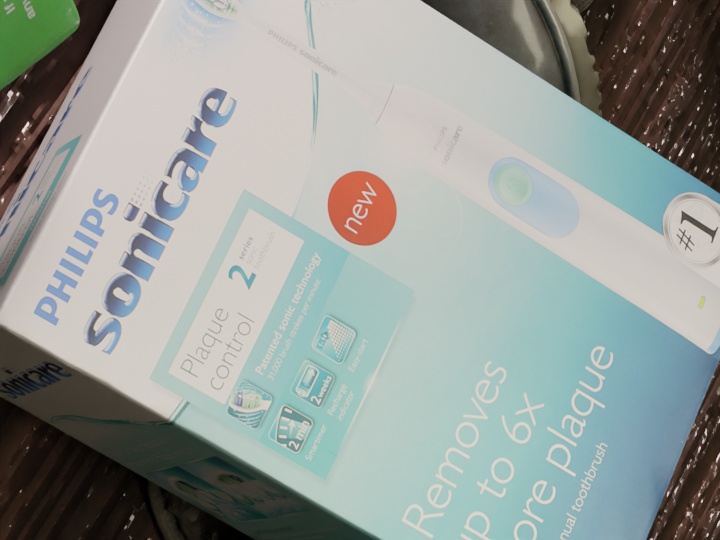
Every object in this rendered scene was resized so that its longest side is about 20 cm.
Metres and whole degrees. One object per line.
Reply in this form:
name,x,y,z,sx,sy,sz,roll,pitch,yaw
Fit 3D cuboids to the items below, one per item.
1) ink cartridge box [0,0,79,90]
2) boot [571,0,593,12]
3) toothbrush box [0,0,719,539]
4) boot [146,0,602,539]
ink cartridge box,-0.177,-0.066,0.524,0.200,0.083,0.147,-45,128,-34
boot,0.068,-0.205,0.817,0.174,0.069,0.201,38,72,-52
toothbrush box,-0.001,0.006,0.682,0.199,0.085,0.147,32,71,-14
boot,0.001,-0.001,0.773,0.200,0.072,0.183,-35,121,-33
